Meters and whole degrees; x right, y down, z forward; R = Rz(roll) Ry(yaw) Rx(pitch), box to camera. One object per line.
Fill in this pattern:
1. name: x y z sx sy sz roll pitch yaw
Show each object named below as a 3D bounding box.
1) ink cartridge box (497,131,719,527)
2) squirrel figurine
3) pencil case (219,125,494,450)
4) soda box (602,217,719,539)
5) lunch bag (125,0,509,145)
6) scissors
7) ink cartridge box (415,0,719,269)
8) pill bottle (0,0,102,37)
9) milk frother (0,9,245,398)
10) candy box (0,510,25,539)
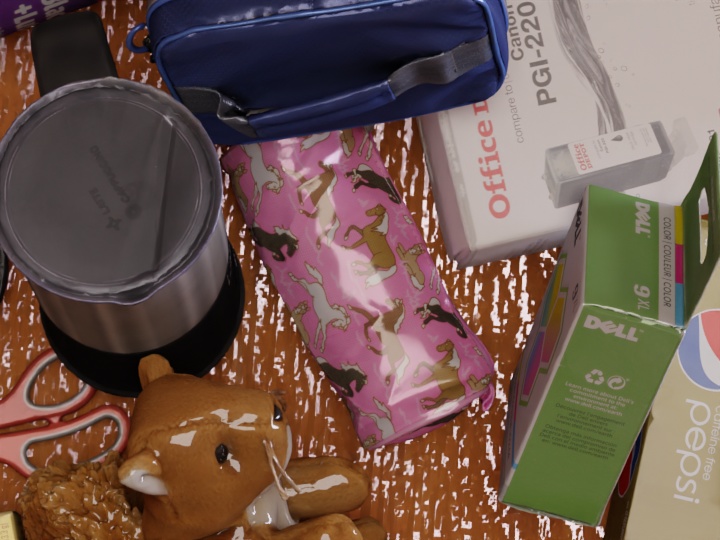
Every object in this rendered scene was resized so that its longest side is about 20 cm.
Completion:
1. ink cartridge box: 0.130 0.027 1.243 0.059 0.201 0.104 15 39 -4
2. squirrel figurine: -0.092 0.141 1.226 0.198 0.142 0.187 -12 129 18
3. pencil case: 0.000 0.000 1.303 0.083 0.086 0.201 -22 85 -49
4. soda box: 0.187 0.076 1.315 0.063 0.068 0.202 14 83 -3
5. lunch bag: -0.025 -0.141 1.215 0.198 0.136 0.133 -11 65 7
6. scissors: -0.227 0.101 1.306 0.198 0.014 0.074 -19 87 -8
7. ink cartridge box: 0.133 -0.095 1.322 0.198 0.085 0.147 -13 84 -4
8. pill bottle: -0.173 -0.197 1.294 0.199 0.111 0.112 -21 86 -6
9. milk frother: -0.174 -0.015 1.233 0.199 0.188 0.181 -32 74 -9
10. candy box: -0.225 0.240 1.270 0.116 0.056 0.202 -10 83 -6
